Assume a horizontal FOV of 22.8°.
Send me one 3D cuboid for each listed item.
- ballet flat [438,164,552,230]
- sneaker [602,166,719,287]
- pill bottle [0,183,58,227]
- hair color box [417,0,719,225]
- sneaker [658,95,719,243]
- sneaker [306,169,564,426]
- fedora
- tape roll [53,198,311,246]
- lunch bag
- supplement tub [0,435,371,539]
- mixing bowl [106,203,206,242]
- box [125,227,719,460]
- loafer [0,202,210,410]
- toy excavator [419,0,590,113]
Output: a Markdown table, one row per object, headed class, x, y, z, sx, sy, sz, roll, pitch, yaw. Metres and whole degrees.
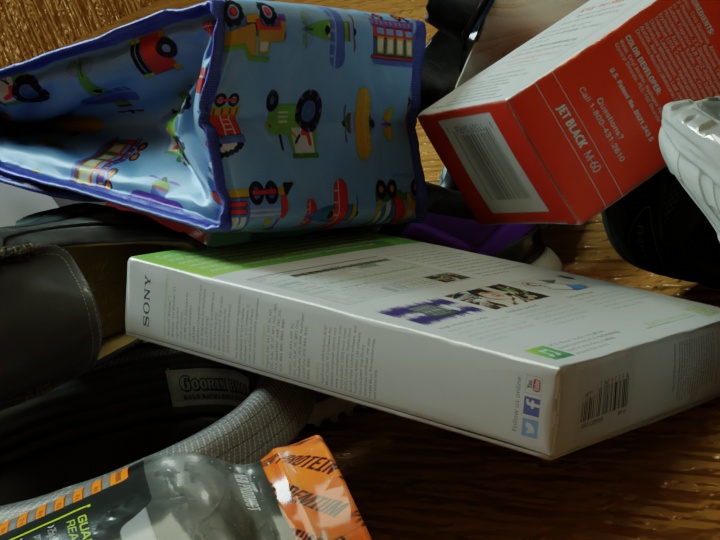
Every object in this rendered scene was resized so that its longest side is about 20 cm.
| class | x | y | z | sx | sy | sz | roll | pitch | yaw |
| --- | --- | --- | --- | --- | --- | --- | --- | --- | --- |
| ballet flat | 0.082 | -0.050 | 1.007 | 0.074 | 0.075 | 0.200 | -14 | 14 | 28 |
| sneaker | 0.210 | -0.051 | 0.770 | 0.198 | 0.077 | 0.114 | -27 | 17 | -5 |
| pill bottle | -0.234 | 0.036 | 0.896 | 0.200 | 0.113 | 0.113 | -44 | 3 | 29 |
| hair color box | 0.134 | -0.096 | 0.767 | 0.199 | 0.064 | 0.111 | -35 | 11 | -13 |
| sneaker | 0.155 | 0.001 | 0.627 | 0.077 | 0.100 | 0.200 | -2 | 25 | -15 |
| sneaker | 0.000 | 0.000 | 0.855 | 0.199 | 0.100 | 0.069 | -29 | 15 | -28 |
| fedora | -0.109 | 0.097 | 0.696 | 0.198 | 0.091 | 0.177 | -16 | 16 | -9 |
| tape roll | -0.115 | -0.015 | 0.932 | 0.199 | 0.048 | 0.202 | -18 | 59 | 32 |
| lunch bag | -0.092 | -0.066 | 0.794 | 0.199 | 0.095 | 0.150 | 2 | 4 | 35 |
| supplement tub | -0.083 | 0.129 | 0.493 | 0.199 | 0.123 | 0.123 | -23 | 15 | -5 |
| mixing bowl | -0.090 | -0.055 | 1.085 | 0.199 | 0.109 | 0.200 | -22 | -20 | -8 |
| box | 0.028 | 0.021 | 0.691 | 0.199 | 0.037 | 0.144 | 15 | 15 | 36 |
| loafer | -0.131 | 0.015 | 0.699 | 0.072 | 0.073 | 0.200 | 0 | 19 | 30 |
| toy excavator | 0.107 | -0.128 | 0.947 | 0.200 | 0.100 | 0.195 | -53 | -9 | -35 |
